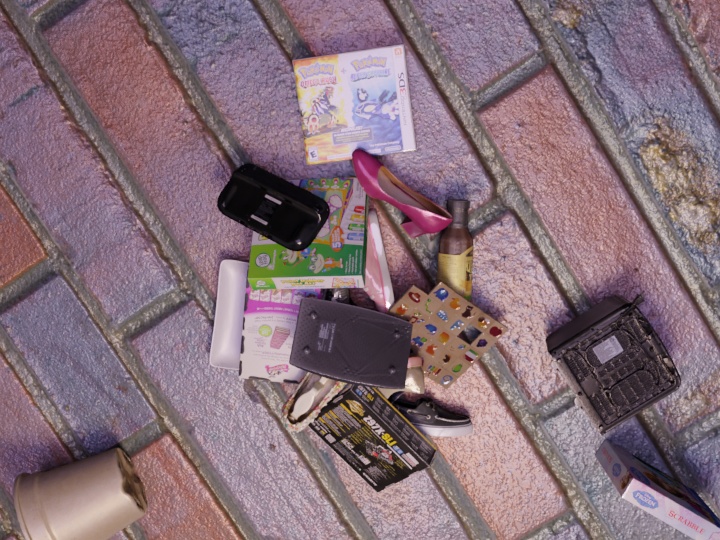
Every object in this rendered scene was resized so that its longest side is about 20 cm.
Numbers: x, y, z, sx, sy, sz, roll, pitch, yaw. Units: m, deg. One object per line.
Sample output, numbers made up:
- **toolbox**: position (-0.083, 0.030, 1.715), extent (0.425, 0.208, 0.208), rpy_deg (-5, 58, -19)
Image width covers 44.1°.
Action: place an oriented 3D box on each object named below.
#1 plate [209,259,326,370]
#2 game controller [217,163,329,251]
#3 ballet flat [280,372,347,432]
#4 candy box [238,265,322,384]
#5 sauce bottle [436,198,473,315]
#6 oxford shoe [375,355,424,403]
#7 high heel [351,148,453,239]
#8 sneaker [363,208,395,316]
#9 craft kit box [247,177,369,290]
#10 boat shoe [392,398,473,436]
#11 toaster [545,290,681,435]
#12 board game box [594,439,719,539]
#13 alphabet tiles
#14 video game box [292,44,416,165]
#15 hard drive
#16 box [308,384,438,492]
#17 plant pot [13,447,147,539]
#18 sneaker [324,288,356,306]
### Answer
- **plate**: position (-0.166, 0.089, 1.618), extent (0.197, 0.032, 0.202), rpy_deg (8, 99, 2)
- **game controller**: position (-0.151, -0.109, 1.518), extent (0.199, 0.042, 0.105), rpy_deg (27, 82, 22)
- **ballet flat**: position (-0.066, 0.194, 1.522), extent (0.075, 0.064, 0.201), rpy_deg (33, 88, 5)
- **candy box**: position (-0.139, 0.093, 1.571), extent (0.135, 0.061, 0.202), rpy_deg (7, 99, 0)
- **sauce bottle**: position (0.168, -0.024, 1.568), extent (0.064, 0.065, 0.202), rpy_deg (2, 101, 2)
- **oxford shoe**: position (0.023, 0.207, 1.581), extent (0.199, 0.071, 0.075), rpy_deg (-18, 78, 30)
- **high heel**: position (0.071, -0.140, 1.521), extent (0.095, 0.067, 0.201), rpy_deg (-22, 112, 43)
- **sneaker**: position (0.000, 0.000, 1.574), extent (0.103, 0.075, 0.202), rpy_deg (-13, 90, 0)
- **craft kit box**: position (-0.086, -0.065, 1.523), extent (0.195, 0.049, 0.202), rpy_deg (-3, 60, 9)
- **boat shoe**: position (0.108, 0.260, 1.615), extent (0.198, 0.069, 0.057), rpy_deg (6, 99, 4)
- **toaster**: position (0.443, 0.154, 1.555), extent (0.199, 0.119, 0.182), rpy_deg (-33, 97, 8)
- **board game box**: position (0.523, 0.389, 1.547), extent (0.198, 0.200, 0.041), rpy_deg (30, 98, -3)
- **alphabet tiles**: position (0.135, 0.109, 1.568), extent (0.199, 0.008, 0.167), rpy_deg (34, 113, -22)
- **video game box**: position (-0.008, -0.287, 1.547), extent (0.198, 0.047, 0.184), rpy_deg (-8, 96, 4)
- **hard drive**: position (-0.016, 0.128, 1.499), extent (0.198, 0.042, 0.136), rpy_deg (13, 61, -7)
- **box**: position (0.016, 0.294, 1.589), extent (0.200, 0.049, 0.159), rpy_deg (44, 132, -7)
- **plant pot**: position (-0.497, 0.424, 1.620), extent (0.182, 0.200, 0.202), rpy_deg (-25, 97, -5)
- **sneaker**: position (-0.015, 0.094, 1.588), extent (0.089, 0.067, 0.202), rpy_deg (-5, 115, -6)
